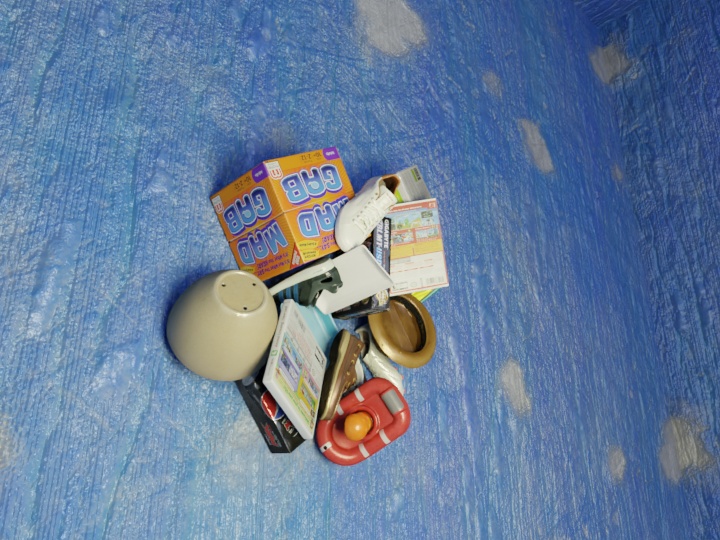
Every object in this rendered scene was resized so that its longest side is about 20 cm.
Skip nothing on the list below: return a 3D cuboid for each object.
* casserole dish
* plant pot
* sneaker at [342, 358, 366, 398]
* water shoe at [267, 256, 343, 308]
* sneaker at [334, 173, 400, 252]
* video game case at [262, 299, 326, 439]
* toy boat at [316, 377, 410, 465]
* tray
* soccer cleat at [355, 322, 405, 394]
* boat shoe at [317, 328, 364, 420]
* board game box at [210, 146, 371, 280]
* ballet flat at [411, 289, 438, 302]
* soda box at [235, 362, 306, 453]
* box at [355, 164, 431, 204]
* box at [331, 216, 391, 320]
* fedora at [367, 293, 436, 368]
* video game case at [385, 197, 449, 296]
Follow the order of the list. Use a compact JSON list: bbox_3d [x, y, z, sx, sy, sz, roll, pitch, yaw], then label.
[{"bbox_3d":[-0.111,0.128,1.201,0.121,0.039,0.201,-31,98,-45],"label":"casserole dish"},{"bbox_3d":[-0.230,0.076,0.989,0.200,0.135,0.201,16,48,-19],"label":"plant pot"},{"bbox_3d":[-0.009,0.276,1.239,0.082,0.077,0.201,16,61,-70],"label":"sneaker"},{"bbox_3d":[-0.125,0.046,1.102,0.079,0.200,0.071,59,31,-7],"label":"water shoe"},{"bbox_3d":[0.018,-0.123,1.095,0.073,0.085,0.200,45,55,-26],"label":"sneaker"},{"bbox_3d":[-0.117,0.186,1.046,0.182,0.022,0.200,-82,158,-43],"label":"video game case"},{"bbox_3d":[-0.002,0.310,1.121,0.131,0.200,0.131,56,10,14],"label":"toy boat"},{"bbox_3d":[-0.033,0.018,1.120,0.107,0.200,0.022,49,39,-21],"label":"tray"},{"bbox_3d":[0.041,0.220,1.298,0.077,0.069,0.201,-8,74,-40],"label":"soccer cleat"},{"bbox_3d":[-0.037,0.218,1.152,0.067,0.072,0.201,27,53,-15],"label":"boat shoe"},{"bbox_3d":[-0.142,-0.111,1.140,0.200,0.199,0.201,-25,94,-45],"label":"board game box"},{"bbox_3d":[0.109,0.081,1.364,0.067,0.200,0.067,46,2,7],"label":"ballet flat"},{"bbox_3d":[-0.175,0.250,1.072,0.063,0.071,0.201,-32,98,-43],"label":"soda box"},{"bbox_3d":[0.058,-0.159,1.346,0.101,0.200,0.113,-34,100,-52],"label":"box"},{"bbox_3d":[0.000,0.000,1.223,0.050,0.200,0.199,7,76,-26],"label":"box"},{"bbox_3d":[0.081,0.136,1.272,0.200,0.082,0.201,19,52,-26],"label":"fedora"},{"bbox_3d":[0.114,-0.052,1.245,0.142,0.017,0.201,-9,94,-6],"label":"video game case"}]
